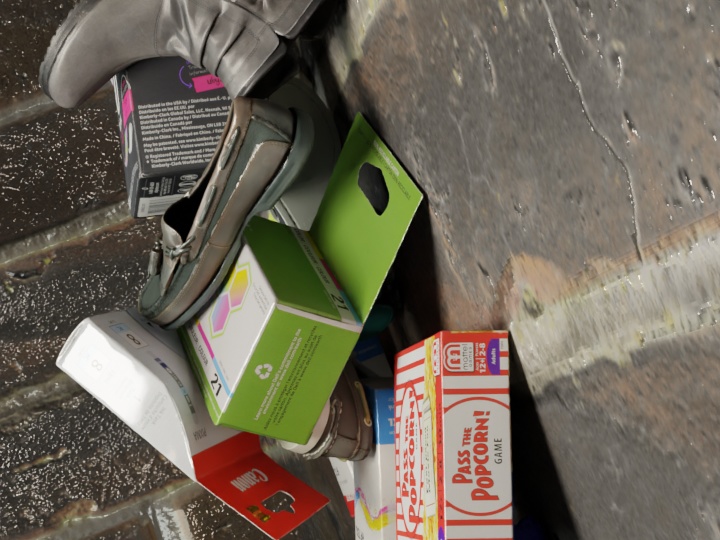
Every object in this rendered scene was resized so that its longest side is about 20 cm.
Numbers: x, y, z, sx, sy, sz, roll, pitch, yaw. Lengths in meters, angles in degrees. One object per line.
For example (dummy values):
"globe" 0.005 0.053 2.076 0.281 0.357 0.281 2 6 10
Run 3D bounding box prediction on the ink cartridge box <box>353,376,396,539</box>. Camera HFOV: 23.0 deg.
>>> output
"ink cartridge box" 0.036 0.184 1.331 0.116 0.066 0.203 178 90 -80

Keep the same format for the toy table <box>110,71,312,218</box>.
"toy table" -0.126 -0.137 1.490 0.199 0.184 0.118 24 -148 -40

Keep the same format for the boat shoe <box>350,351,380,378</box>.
"boat shoe" -0.027 0.084 1.438 0.066 0.199 0.074 -52 8 35

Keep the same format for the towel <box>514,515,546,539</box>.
"towel" 0.131 0.268 1.200 0.148 0.049 0.202 130 120 -72

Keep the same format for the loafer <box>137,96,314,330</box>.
"loafer" -0.109 -0.044 1.233 0.200 0.062 0.072 -51 33 27

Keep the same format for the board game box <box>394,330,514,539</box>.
"board game box" 0.059 0.123 1.161 0.200 0.046 0.154 134 136 -80

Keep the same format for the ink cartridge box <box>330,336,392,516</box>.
"ink cartridge box" 0.007 0.146 1.542 0.116 0.067 0.202 123 126 -79

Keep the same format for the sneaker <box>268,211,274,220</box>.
"sneaker" -0.075 -0.005 1.680 0.201 0.089 0.079 83 165 -50

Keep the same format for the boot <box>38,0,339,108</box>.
"boot" -0.119 -0.155 1.213 0.132 0.200 0.070 47 -168 11

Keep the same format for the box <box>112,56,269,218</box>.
"box" -0.132 -0.154 1.328 0.122 0.105 0.202 126 136 -73

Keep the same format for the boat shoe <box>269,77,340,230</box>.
"boat shoe" -0.047 -0.069 1.429 0.060 0.075 0.202 42 150 59

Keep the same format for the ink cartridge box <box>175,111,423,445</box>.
"ink cartridge box" -0.048 -0.005 1.243 0.202 0.075 0.148 -65 28 19

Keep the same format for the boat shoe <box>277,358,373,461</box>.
"boat shoe" -0.038 0.078 1.341 0.072 0.060 0.202 -59 25 20

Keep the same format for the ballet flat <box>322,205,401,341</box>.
"ballet flat" 0.000 0.000 1.374 0.200 0.074 0.075 108 141 -72

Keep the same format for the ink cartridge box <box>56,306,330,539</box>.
"ink cartridge box" -0.107 0.103 1.279 0.199 0.047 0.160 37 -170 9
